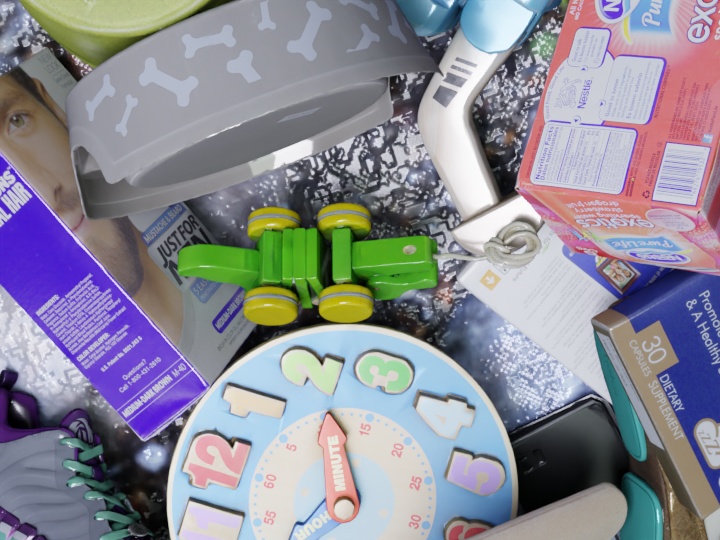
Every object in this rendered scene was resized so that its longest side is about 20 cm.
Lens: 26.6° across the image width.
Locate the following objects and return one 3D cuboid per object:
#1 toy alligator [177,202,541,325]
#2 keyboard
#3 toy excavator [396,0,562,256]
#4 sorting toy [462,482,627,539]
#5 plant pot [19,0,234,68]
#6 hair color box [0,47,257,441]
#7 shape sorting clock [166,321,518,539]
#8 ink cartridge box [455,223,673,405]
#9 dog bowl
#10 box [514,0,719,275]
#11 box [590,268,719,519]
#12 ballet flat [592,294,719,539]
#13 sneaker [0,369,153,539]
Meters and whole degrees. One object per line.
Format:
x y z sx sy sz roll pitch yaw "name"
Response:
0.000 0.000 0.841 0.198 0.054 0.060 -2 68 4 "toy alligator"
0.136 0.186 0.931 0.126 0.021 0.201 -27 98 4 "keyboard"
0.061 -0.136 0.832 0.194 0.100 0.201 37 111 5 "toy excavator"
0.052 0.212 0.836 0.037 0.184 0.201 47 126 27 "sorting toy"
-0.112 -0.189 0.777 0.198 0.193 0.203 0 100 1 "plant pot"
-0.148 -0.017 0.847 0.065 0.109 0.200 -39 98 27 "hair color box"
-0.009 0.129 0.851 0.198 0.039 0.202 0 98 -1 "shape sorting clock"
0.160 0.027 0.893 0.199 0.037 0.095 38 100 -4 "ink cartridge box"
-0.058 -0.088 0.773 0.198 0.200 0.059 -22 88 5 "dog bowl"
0.164 -0.109 0.786 0.102 0.095 0.202 9 74 30 "box"
0.236 0.029 0.820 0.199 0.032 0.122 -31 103 -8 "box"
0.181 0.108 0.867 0.072 0.068 0.202 -12 103 -9 "ballet flat"
-0.161 0.132 0.866 0.199 0.074 0.088 27 93 28 "sneaker"
